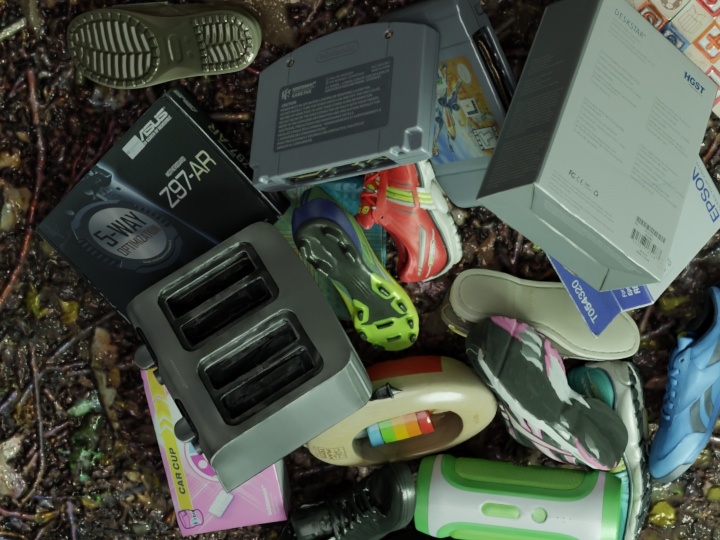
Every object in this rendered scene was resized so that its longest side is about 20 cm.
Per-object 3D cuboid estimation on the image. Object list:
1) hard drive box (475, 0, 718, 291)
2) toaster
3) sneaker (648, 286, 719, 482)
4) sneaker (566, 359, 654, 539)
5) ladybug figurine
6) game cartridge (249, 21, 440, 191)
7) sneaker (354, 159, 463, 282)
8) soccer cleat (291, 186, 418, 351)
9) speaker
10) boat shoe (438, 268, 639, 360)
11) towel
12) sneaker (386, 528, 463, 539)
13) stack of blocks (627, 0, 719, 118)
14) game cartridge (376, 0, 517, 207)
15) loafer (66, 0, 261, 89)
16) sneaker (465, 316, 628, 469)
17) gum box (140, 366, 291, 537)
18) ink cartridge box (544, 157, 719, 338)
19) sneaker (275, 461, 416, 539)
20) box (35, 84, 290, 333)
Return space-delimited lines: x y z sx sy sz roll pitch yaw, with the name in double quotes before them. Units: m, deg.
"hard drive box" 0.203 -0.109 1.079 0.155 0.077 0.201 34 65 -26
"toaster" -0.095 0.076 1.191 0.199 0.119 0.182 -31 66 -4
"sneaker" 0.322 0.109 1.271 0.078 0.066 0.201 26 97 -13
"sneaker" 0.256 0.184 1.317 0.079 0.077 0.202 -4 105 25
"ladybug figurine" 0.035 0.136 1.285 0.198 0.072 0.136 -13 144 1
"game cartridge" -0.014 -0.149 1.154 0.199 0.040 0.135 -8 73 39
"sneaker" 0.027 -0.076 1.206 0.084 0.077 0.201 -28 107 -6
"soccer cleat" 0.001 -0.001 1.230 0.064 0.084 0.200 -24 130 17
"speaker" 0.156 0.231 1.277 0.198 0.088 0.089 4 110 13
"boat shoe" 0.176 0.051 1.270 0.198 0.072 0.060 13 152 -12
"towel" -0.071 -0.024 1.278 0.198 0.022 0.148 3 108 4
"sneaker" 0.115 0.326 1.355 0.198 0.084 0.122 -18 109 7
"stack of blocks" 0.304 -0.241 1.164 0.200 0.059 0.115 41 106 -10
"game cartridge" 0.090 -0.151 1.177 0.133 0.041 0.201 -8 114 49
"loafer" -0.178 -0.211 1.197 0.198 0.068 0.076 4 108 19
"sneaker" 0.162 0.131 1.241 0.200 0.081 0.086 46 142 -18
"gum box" -0.146 0.161 1.319 0.112 0.066 0.202 -9 108 4
"ink cartridge box" 0.235 -0.075 1.169 0.043 0.200 0.197 -11 117 52
"sneaker" -0.021 0.254 1.307 0.103 0.060 0.200 -8 155 -25
"box" -0.191 -0.053 1.247 0.200 0.044 0.160 -41 97 19
